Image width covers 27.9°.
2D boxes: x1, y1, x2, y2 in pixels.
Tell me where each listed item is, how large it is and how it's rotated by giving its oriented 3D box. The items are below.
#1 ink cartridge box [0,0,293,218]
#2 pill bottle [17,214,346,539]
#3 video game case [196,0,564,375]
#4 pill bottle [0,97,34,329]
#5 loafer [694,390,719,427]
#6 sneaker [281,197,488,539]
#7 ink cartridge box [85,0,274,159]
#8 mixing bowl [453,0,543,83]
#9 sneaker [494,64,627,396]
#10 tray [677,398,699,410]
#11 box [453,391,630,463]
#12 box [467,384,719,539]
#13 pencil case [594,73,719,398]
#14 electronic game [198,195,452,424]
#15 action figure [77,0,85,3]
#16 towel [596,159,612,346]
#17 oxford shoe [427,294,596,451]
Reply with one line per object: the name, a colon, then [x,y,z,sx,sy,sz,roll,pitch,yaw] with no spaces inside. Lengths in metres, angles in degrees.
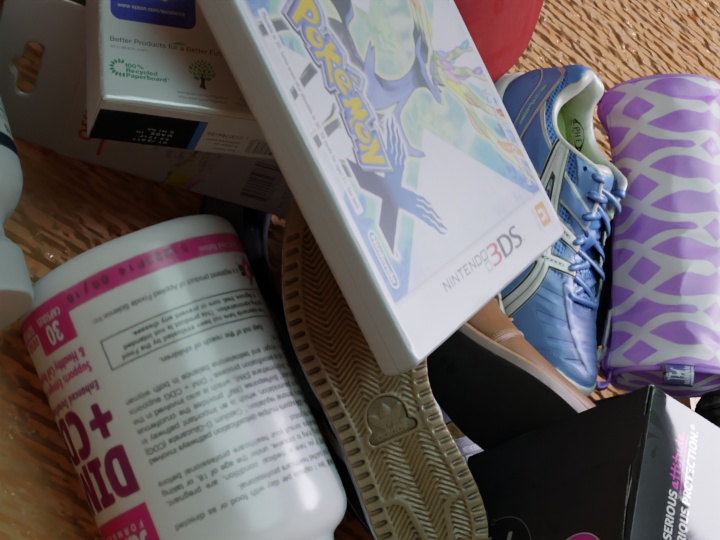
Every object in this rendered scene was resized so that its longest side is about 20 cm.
ink cartridge box: [-0.085,-0.102,0.740,0.198,0.117,0.068,15,53,-15]
pill bottle: [-0.074,0.087,0.677,0.113,0.113,0.202,-17,79,-41]
video game case: [0.014,-0.076,0.667,0.182,0.022,0.201,-35,99,-56]
pill bottle: [-0.216,-0.066,0.642,0.115,0.115,0.202,-9,74,-40]
loafer: [0.222,0.129,0.865,0.200,0.072,0.073,54,39,-66]
sneaker: [0.004,0.051,0.716,0.069,0.108,0.202,-17,93,-7]
ink cartridge box: [-0.077,-0.150,0.673,0.098,0.039,0.202,6,64,-20]
mixing bowl: [0.029,-0.162,0.854,0.200,0.198,0.109,-49,136,-41]
sneaker: [0.112,-0.026,0.835,0.075,0.077,0.202,7,70,-50]
tray: [0.240,0.022,1.005,0.098,0.037,0.202,15,59,-31]
box: [0.117,0.164,0.833,0.199,0.043,0.162,-9,74,-40]
box: [0.158,0.172,0.730,0.199,0.148,0.125,32,54,-22]
pencil case: [0.181,-0.019,0.872,0.085,0.084,0.202,1,71,10]
electronic game: [0.000,0.000,0.825,0.198,0.042,0.202,15,56,-23]
action figure: [-0.167,-0.178,0.778,0.198,0.055,0.119,8,65,-27]
towel: [0.182,-0.020,0.940,0.198,0.049,0.113,-17,81,-24]
oxford shoe: [0.065,0.038,0.771,0.200,0.071,0.071,39,45,-6]
